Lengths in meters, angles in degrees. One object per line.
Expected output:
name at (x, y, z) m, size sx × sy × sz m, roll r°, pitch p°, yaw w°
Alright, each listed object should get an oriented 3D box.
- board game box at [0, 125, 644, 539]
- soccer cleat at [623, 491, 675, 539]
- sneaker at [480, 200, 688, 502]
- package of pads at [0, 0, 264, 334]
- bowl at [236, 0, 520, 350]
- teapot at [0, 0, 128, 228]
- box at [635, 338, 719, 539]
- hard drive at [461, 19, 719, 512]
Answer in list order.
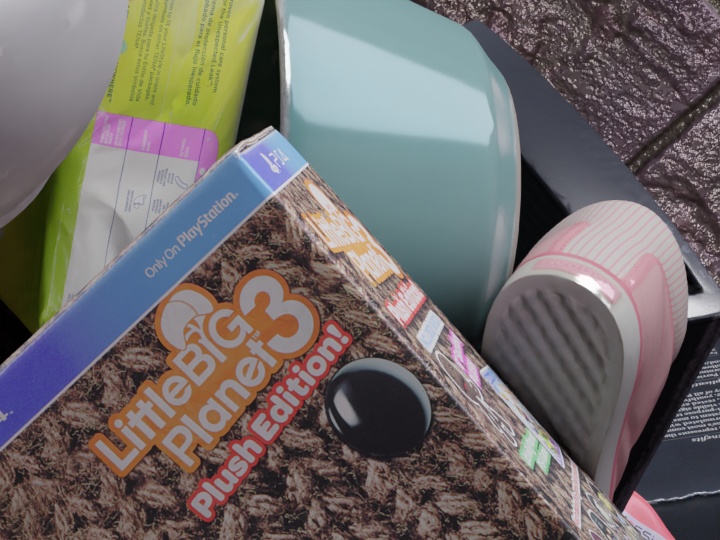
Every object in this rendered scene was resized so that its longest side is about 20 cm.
board game box at (-0.026, 0.081, 0.726) m, size 0.200 × 0.159 × 0.097 m, roll 47°, pitch 8°, yaw -2°
soccer cleat at (0.081, 0.112, 0.963) m, size 0.199 × 0.077 × 0.067 m, roll 34°, pitch -22°, yaw -21°
sneaker at (0.073, 0.062, 0.828) m, size 0.075 × 0.202 × 0.105 m, roll 24°, pitch 35°, yaw 13°
package of pads at (-0.098, -0.077, 0.851) m, size 0.068 × 0.202 × 0.154 m, roll 8°, pitch 10°, yaw -26°
bowl at (-0.001, -0.028, 0.871) m, size 0.104 × 0.203 × 0.201 m, roll 3°, pitch 23°, yaw -13°
teapot at (-0.165, -0.067, 0.739) m, size 0.196 × 0.200 × 0.147 m, roll 20°, pitch -46°, yaw 25°
box at (0.172, 0.170, 1.197) m, size 0.197 × 0.123 × 0.202 m, roll -105°, pitch -173°, yaw -69°
hard drive at (0.066, -0.001, 0.935) m, size 0.042 × 0.136 × 0.200 m, roll -4°, pitch 42°, yaw -35°
